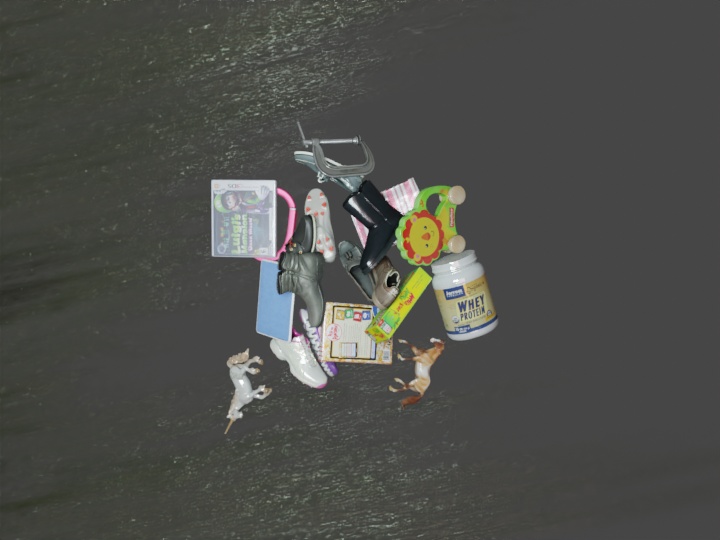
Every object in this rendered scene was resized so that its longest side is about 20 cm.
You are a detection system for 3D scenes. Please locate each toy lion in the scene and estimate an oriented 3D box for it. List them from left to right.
[{"bbox_3d":[0.178,-0.117,1.493,0.187,0.068,0.207,-2,95,-25],"label":"toy lion"}]

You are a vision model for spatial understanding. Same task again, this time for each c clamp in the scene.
[{"bbox_3d":[-0.058,-0.317,1.498,0.195,0.027,0.175,-2,64,-24],"label":"c clamp"}]

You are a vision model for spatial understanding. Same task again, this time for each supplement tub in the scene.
[{"bbox_3d":[0.268,0.063,1.498,0.141,0.145,0.205,-18,98,4],"label":"supplement tub"}]

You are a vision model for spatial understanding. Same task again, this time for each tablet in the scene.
[{"bbox_3d":[-0.225,0.080,1.532,0.128,0.014,0.206,12,100,34],"label":"tablet"}]

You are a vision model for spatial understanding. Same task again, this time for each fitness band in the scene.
[{"bbox_3d":[-0.246,-0.125,1.560,0.139,0.037,0.206,9,94,2],"label":"fitness band"}]

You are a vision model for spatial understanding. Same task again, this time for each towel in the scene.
[{"bbox_3d":[0.081,-0.143,1.549,0.196,0.030,0.150,-23,94,4],"label":"towel"}]

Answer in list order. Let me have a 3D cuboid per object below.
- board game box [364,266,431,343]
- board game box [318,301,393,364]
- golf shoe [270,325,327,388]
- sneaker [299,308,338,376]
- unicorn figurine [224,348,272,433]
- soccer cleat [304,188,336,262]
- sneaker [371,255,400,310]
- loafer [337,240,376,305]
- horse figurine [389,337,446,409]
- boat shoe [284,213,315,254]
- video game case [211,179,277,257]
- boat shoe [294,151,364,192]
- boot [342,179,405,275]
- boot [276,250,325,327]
[{"bbox_3d":[0.097,0.091,1.492,0.047,0.101,0.201,40,68,-6],"label":"board game box"},{"bbox_3d":[-0.010,0.167,1.531,0.194,0.046,0.156,6,84,-16],"label":"board game box"},{"bbox_3d":[-0.158,0.228,1.537,0.199,0.075,0.093,40,118,16],"label":"golf shoe"},{"bbox_3d":[-0.094,0.186,1.566,0.087,0.080,0.205,-23,97,-13],"label":"sneaker"},{"bbox_3d":[-0.319,0.328,1.592,0.134,0.074,0.206,-16,80,13],"label":"unicorn figurine"},{"bbox_3d":[-0.106,-0.118,1.543,0.067,0.078,0.205,-13,75,1],"label":"soccer cleat"},{"bbox_3d":[0.076,0.018,1.483,0.070,0.202,0.075,38,121,-25],"label":"sneaker"},{"bbox_3d":[0.000,0.000,1.522,0.071,0.063,0.202,-36,74,11],"label":"loafer"},{"bbox_3d":[0.152,0.275,1.567,0.129,0.050,0.206,11,87,-16],"label":"horse figurine"},{"bbox_3d":[-0.167,-0.054,1.515,0.062,0.074,0.205,3,121,-31],"label":"boat shoe"},{"bbox_3d":[-0.311,-0.138,1.537,0.176,0.023,0.206,1,95,6],"label":"video game case"},{"bbox_3d":[-0.088,-0.261,1.525,0.195,0.073,0.063,19,92,-5],"label":"boat shoe"},{"bbox_3d":[0.013,-0.114,1.487,0.167,0.076,0.202,39,74,-6],"label":"boot"},{"bbox_3d":[-0.158,0.050,1.466,0.128,0.067,0.206,-5,98,-36],"label":"boot"}]
